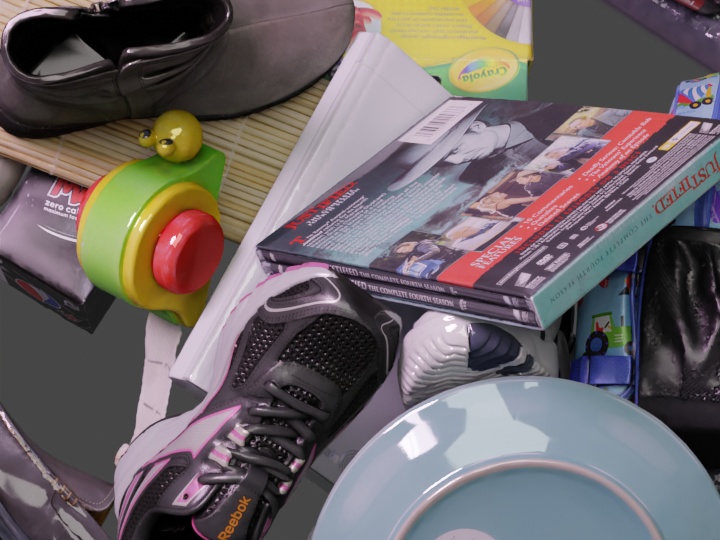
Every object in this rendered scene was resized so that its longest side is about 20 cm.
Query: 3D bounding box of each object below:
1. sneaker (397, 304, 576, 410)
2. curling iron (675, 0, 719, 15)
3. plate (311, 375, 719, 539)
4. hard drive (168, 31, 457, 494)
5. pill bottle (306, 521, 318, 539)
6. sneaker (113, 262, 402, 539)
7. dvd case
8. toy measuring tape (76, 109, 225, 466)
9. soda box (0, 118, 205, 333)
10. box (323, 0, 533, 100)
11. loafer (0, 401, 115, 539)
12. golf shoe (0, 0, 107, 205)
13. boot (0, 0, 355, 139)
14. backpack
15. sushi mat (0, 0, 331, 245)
[{"bbox_3d":[0.060,0.001,1.188,0.079,0.199,0.130,-13,77,20],"label":"sneaker"},{"bbox_3d":[0.122,-0.189,1.302,0.199,0.026,0.050,22,96,-14],"label":"curling iron"},{"bbox_3d":[0.074,0.148,1.119,0.199,0.026,0.201,-1,103,-3],"label":"plate"},{"bbox_3d":[0.000,0.000,1.239,0.132,0.026,0.200,39,72,-35],"label":"hard drive"},{"bbox_3d":[0.037,0.165,1.189,0.199,0.109,0.109,-4,74,-2],"label":"pill bottle"},{"bbox_3d":[-0.049,0.087,1.137,0.080,0.200,0.086,26,36,-16],"label":"sneaker"},{"bbox_3d":[0.062,-0.032,1.139,0.146,0.200,0.022,-39,120,-29],"label":"dvd case"},{"bbox_3d":[-0.111,0.017,1.201,0.073,0.074,0.201,14,111,4],"label":"toy measuring tape"},{"bbox_3d":[-0.114,-0.071,1.275,0.063,0.071,0.200,30,76,6],"label":"soda box"},{"bbox_3d":[0.035,-0.173,1.319,0.117,0.048,0.201,2,72,0],"label":"box"},{"bbox_3d":[-0.152,0.125,1.224,0.072,0.073,0.200,-26,85,-16],"label":"loafer"},{"bbox_3d":[-0.168,-0.124,1.250,0.097,0.078,0.201,-15,54,34],"label":"golf shoe"},{"bbox_3d":[-0.079,-0.107,1.163,0.199,0.131,0.068,-16,90,-18],"label":"boot"},{"bbox_3d":[0.177,-0.009,1.201,0.134,0.183,0.201,2,78,12],"label":"backpack"},{"bbox_3d":[-0.098,-0.077,1.230,0.199,0.012,0.096,20,79,-15],"label":"sushi mat"}]
